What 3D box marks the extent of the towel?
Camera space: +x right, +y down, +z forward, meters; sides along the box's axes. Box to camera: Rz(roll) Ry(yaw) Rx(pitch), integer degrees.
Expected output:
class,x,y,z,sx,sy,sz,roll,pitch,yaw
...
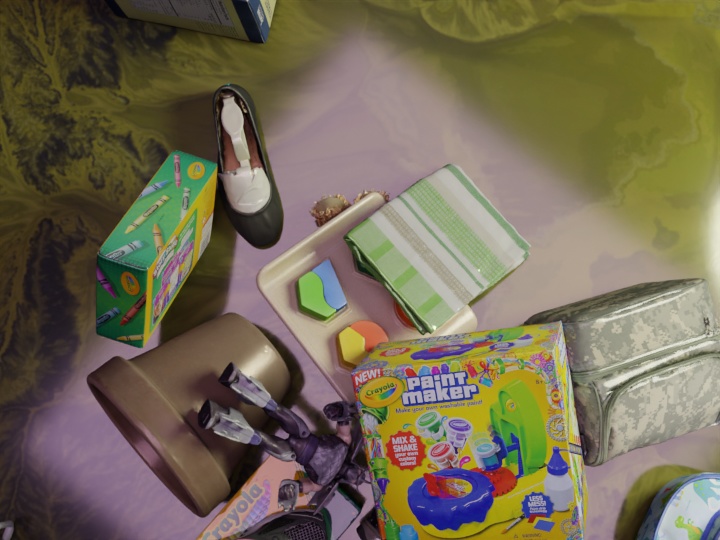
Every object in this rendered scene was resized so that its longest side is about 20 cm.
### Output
class,x,y,z,sx,sy,sz,roll,pitch,yaw
towel,0.089,-0.028,1.139,0.149,0.031,0.200,49,53,8

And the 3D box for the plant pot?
class,x,y,z,sx,sy,sz,roll,pitch,yaw
plant pot,-0.176,0.142,1.119,0.174,0.200,0.200,-41,82,-22

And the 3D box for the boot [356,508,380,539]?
class,x,y,z,sx,sy,sz,roll,pitch,yaw
boot,0.116,0.297,1.127,0.203,0.073,0.154,36,83,5

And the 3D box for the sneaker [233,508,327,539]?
class,x,y,z,sx,sy,sz,roll,pitch,yaw
sneaker,-0.124,0.317,1.053,0.199,0.086,0.081,-25,84,-1

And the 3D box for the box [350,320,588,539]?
class,x,y,z,sx,sy,sz,roll,pitch,yaw
box,0.114,0.167,1.010,0.199,0.122,0.194,-9,98,17

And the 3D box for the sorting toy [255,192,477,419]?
class,x,y,z,sx,sy,sz,roll,pitch,yaw
sorting toy,0.011,0.034,1.116,0.185,0.036,0.200,-35,86,-21

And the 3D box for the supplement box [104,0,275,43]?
class,x,y,z,sx,sy,sz,roll,pitch,yaw
supplement box,-0.195,-0.404,1.201,0.199,0.134,0.201,12,83,4

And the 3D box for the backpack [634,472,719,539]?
class,x,y,z,sx,sy,sz,roll,pitch,yaw
backpack,0.404,0.313,1.073,0.199,0.147,0.184,23,82,8

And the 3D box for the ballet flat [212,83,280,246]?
class,x,y,z,sx,sy,sz,roll,pitch,yaw
ballet flat,-0.144,-0.128,1.196,0.068,0.068,0.201,-15,82,0

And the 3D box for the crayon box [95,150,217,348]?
class,x,y,z,sx,sy,sz,roll,pitch,yaw
crayon box,-0.223,-0.027,1.111,0.058,0.119,0.200,18,41,4

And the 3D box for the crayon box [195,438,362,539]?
class,x,y,z,sx,sy,sz,roll,pitch,yaw
crayon box,-0.106,0.304,1.135,0.119,0.058,0.200,41,86,7

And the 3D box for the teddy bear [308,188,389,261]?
class,x,y,z,sx,sy,sz,roll,pitch,yaw
teddy bear,0.000,0.000,1.180,0.144,0.067,0.201,-21,80,-17

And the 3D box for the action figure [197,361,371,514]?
class,x,y,z,sx,sy,sz,roll,pitch,yaw
action figure,-0.069,0.177,1.037,0.199,0.069,0.131,33,76,-17

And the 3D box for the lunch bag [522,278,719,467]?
class,x,y,z,sx,sy,sz,roll,pitch,yaw
lunch bag,0.299,0.110,1.095,0.199,0.139,0.169,-15,93,-21

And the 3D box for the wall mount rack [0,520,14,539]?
class,x,y,z,sx,sy,sz,roll,pitch,yaw
wall mount rack,-0.388,0.390,1.142,0.199,0.075,0.175,21,80,5
